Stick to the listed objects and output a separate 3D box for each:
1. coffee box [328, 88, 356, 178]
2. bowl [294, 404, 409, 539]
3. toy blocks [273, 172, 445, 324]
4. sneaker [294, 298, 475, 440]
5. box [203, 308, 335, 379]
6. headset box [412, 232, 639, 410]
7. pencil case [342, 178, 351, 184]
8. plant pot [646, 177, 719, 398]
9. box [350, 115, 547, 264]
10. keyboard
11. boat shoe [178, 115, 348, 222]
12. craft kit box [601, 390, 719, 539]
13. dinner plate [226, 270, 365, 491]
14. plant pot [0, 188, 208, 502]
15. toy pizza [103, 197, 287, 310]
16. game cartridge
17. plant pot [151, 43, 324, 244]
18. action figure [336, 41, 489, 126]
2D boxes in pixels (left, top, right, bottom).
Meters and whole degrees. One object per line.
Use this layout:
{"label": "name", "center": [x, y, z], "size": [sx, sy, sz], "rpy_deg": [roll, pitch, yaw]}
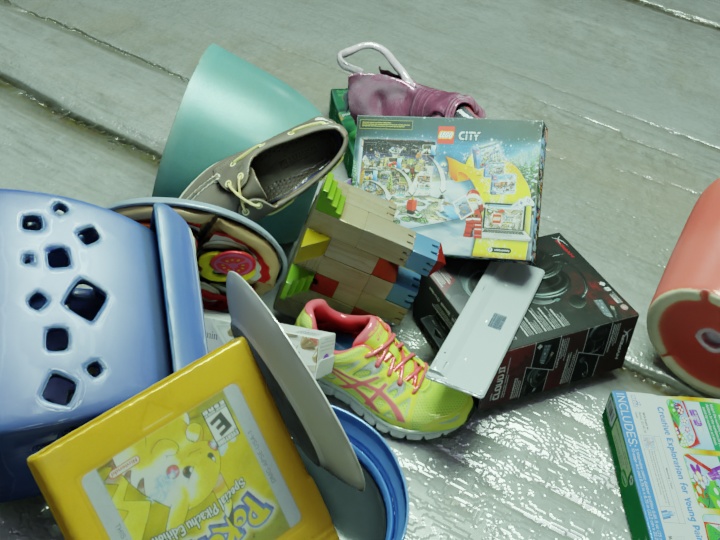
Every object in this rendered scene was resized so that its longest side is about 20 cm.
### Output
{"label": "coffee box", "center": [0.035, -0.163, 1.181], "size": [0.120, 0.045, 0.202], "rpy_deg": [-3, 44, -13]}
{"label": "bowl", "center": [-0.057, 0.200, 0.784], "size": [0.196, 0.040, 0.203], "rpy_deg": [5, 43, -4]}
{"label": "toy blocks", "center": [0.000, 0.000, 0.913], "size": [0.134, 0.201, 0.101], "rpy_deg": [22, 46, -6]}
{"label": "sneaker", "center": [0.018, 0.090, 0.875], "size": [0.196, 0.092, 0.079], "rpy_deg": [21, 41, 9]}
{"label": "box", "center": [-0.119, 0.064, 0.873], "size": [0.196, 0.040, 0.041], "rpy_deg": [9, 5, 22]}
{"label": "headset box", "center": [0.157, 0.048, 0.947], "size": [0.196, 0.078, 0.150], "rpy_deg": [-11, 40, -22]}
{"label": "pencil case", "center": [0.067, -0.082, 1.012], "size": [0.196, 0.084, 0.087], "rpy_deg": [-18, 73, 19]}
{"label": "plant pot", "center": [0.398, 0.022, 0.951], "size": [0.199, 0.203, 0.177], "rpy_deg": [33, 57, 25]}
{"label": "box", "center": [0.086, -0.084, 0.942], "size": [0.196, 0.140, 0.038], "rpy_deg": [5, -4, 20]}
{"label": "keyboard", "center": [0.122, 0.047, 0.876], "size": [0.055, 0.011, 0.201], "rpy_deg": [23, 42, 13]}
{"label": "boat shoe", "center": [-0.099, -0.085, 0.889], "size": [0.198, 0.073, 0.059], "rpy_deg": [-30, 9, -9]}
{"label": "craft kit box", "center": [0.336, 0.206, 0.843], "size": [0.193, 0.049, 0.202], "rpy_deg": [3, 43, -2]}
{"label": "dinner plate", "center": [-0.059, 0.093, 0.730], "size": [0.024, 0.202, 0.200], "rpy_deg": [-32, 55, -15]}
{"label": "plant pot", "center": [-0.223, 0.062, 0.762], "size": [0.176, 0.201, 0.204], "rpy_deg": [-3, 64, -20]}
{"label": "toy pizza", "center": [-0.167, -0.006, 0.878], "size": [0.195, 0.201, 0.032], "rpy_deg": [6, 63, -3]}
{"label": "game cartridge", "center": [-0.113, 0.178, 0.660], "size": [0.175, 0.032, 0.203], "rpy_deg": [-29, 96, -28]}
{"label": "plant pot", "center": [-0.120, -0.119, 1.007], "size": [0.158, 0.202, 0.203], "rpy_deg": [21, 42, -6]}
{"label": "action figure", "center": [0.083, -0.194, 1.080], "size": [0.133, 0.151, 0.198], "rpy_deg": [-34, 36, -31]}
